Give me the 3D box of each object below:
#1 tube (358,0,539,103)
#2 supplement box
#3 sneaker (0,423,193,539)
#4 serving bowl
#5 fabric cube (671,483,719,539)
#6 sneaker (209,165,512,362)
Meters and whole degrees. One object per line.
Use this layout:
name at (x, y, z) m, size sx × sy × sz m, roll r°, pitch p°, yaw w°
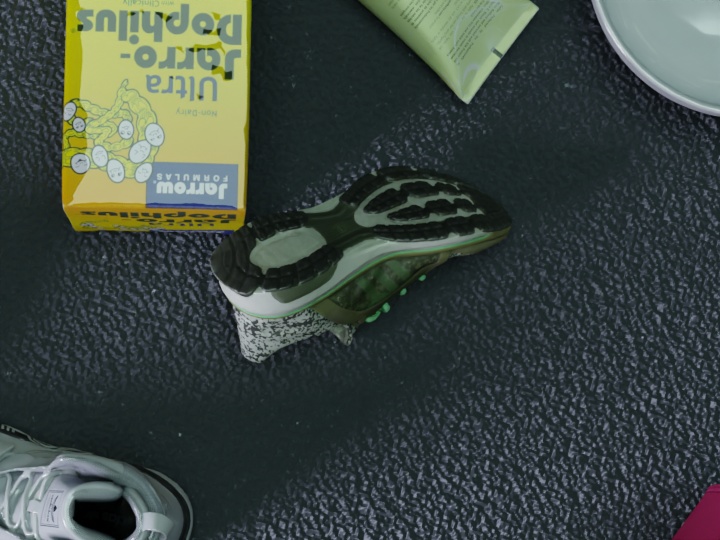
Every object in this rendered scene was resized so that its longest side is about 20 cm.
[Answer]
tube at (0.011, -0.194, 1.200) m, size 0.199 × 0.052 × 0.058 m, roll 37°, pitch 124°, yaw -3°
supplement box at (-0.119, -0.128, 1.149) m, size 0.107 × 0.110 × 0.203 m, roll 1°, pitch 84°, yaw -4°
sneaker at (-0.195, 0.129, 1.112) m, size 0.198 × 0.115 × 0.076 m, roll 12°, pitch 83°, yaw -3°
serving bowl at (0.233, -0.189, 1.203) m, size 0.198 × 0.066 × 0.203 m, roll 0°, pitch 84°, yaw -4°
fabric cube at (0.236, 0.260, 1.088) m, size 0.199 × 0.196 × 0.200 m, roll 39°, pitch 82°, yaw 0°
sneaker at (0.000, 0.000, 1.173) m, size 0.198 × 0.089 × 0.077 m, roll -17°, pitch 46°, yaw -23°
